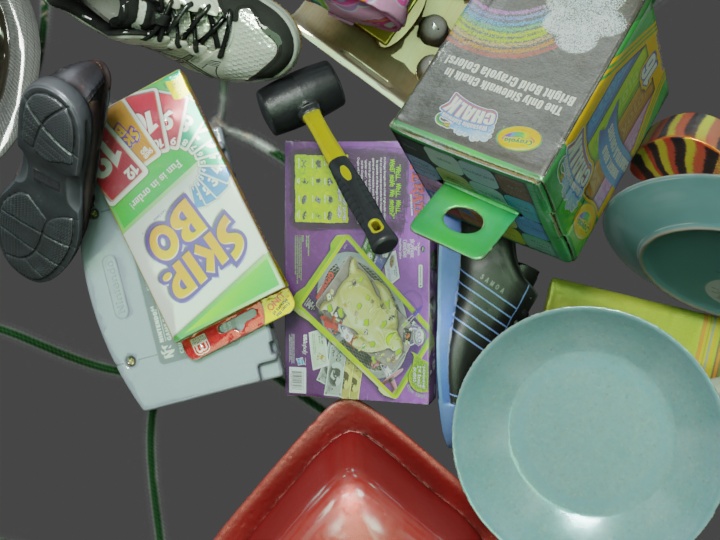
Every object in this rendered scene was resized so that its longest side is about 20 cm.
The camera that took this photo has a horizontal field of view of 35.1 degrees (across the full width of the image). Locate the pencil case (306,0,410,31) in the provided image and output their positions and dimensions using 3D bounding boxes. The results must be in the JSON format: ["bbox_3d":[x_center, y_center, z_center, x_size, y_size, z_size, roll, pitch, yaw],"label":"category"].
[{"bbox_3d":[0.023,-0.275,0.808,0.087,0.087,0.202,17,92,0],"label":"pencil case"}]

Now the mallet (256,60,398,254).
[{"bbox_3d":[-0.028,-0.079,0.827,0.065,0.201,0.041,-19,138,0],"label":"mallet"}]

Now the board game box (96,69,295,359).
[{"bbox_3d":[-0.133,-0.040,0.862,0.095,0.030,0.201,-26,91,3],"label":"board game box"}]

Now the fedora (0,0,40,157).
[{"bbox_3d":[-0.320,-0.150,0.860,0.175,0.090,0.202,-11,83,-1],"label":"fedora"}]

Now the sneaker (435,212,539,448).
[{"bbox_3d":[0.099,0.038,0.880,0.077,0.070,0.202,1,94,8],"label":"sneaker"}]

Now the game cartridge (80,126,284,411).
[{"bbox_3d":[-0.146,0.001,0.891,0.132,0.042,0.202,-14,89,7],"label":"game cartridge"}]

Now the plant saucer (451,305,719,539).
[{"bbox_3d":[0.168,0.123,0.839,0.199,0.039,0.203,2,98,17],"label":"plant saucer"}]

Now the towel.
[{"bbox_3d":[0.238,0.069,0.908,0.198,0.018,0.087,13,92,0],"label":"towel"}]

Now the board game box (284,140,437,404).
[{"bbox_3d":[0.000,0.000,0.885,0.119,0.032,0.202,3,96,21],"label":"board game box"}]

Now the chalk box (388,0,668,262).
[{"bbox_3d":[0.112,-0.094,0.797,0.124,0.124,0.201,26,77,30],"label":"chalk box"}]

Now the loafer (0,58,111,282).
[{"bbox_3d":[-0.218,-0.070,0.840,0.072,0.063,0.201,32,136,4],"label":"loafer"}]

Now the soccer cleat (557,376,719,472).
[{"bbox_3d":[0.220,0.118,0.871,0.199,0.069,0.078,-27,102,17],"label":"soccer cleat"}]

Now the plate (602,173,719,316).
[{"bbox_3d":[0.268,-0.004,0.813,0.199,0.200,0.026,22,68,-1],"label":"plate"}]

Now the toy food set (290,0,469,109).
[{"bbox_3d":[0.055,-0.229,0.863,0.143,0.060,0.201,35,94,-2],"label":"toy food set"}]

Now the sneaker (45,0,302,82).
[{"bbox_3d":[-0.144,-0.184,0.846,0.199,0.088,0.076,19,111,6],"label":"sneaker"}]

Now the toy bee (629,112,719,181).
[{"bbox_3d":[0.310,-0.067,0.848,0.198,0.109,0.132,18,51,-9],"label":"toy bee"}]

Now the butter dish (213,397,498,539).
[{"bbox_3d":[-0.001,0.233,0.860,0.200,0.148,0.200,41,94,-2],"label":"butter dish"}]
